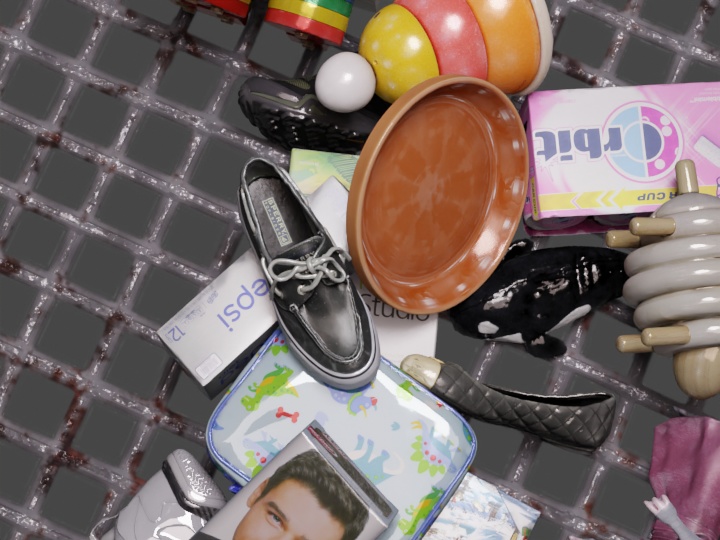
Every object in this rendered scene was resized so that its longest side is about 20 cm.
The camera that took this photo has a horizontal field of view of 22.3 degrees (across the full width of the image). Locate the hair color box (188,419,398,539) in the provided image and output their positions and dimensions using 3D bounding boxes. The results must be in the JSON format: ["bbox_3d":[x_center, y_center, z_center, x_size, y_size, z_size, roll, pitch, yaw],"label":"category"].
[{"bbox_3d":[-0.076,0.222,1.413,0.200,0.061,0.099,-44,86,10],"label":"hair color box"}]

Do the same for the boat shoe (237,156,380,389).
[{"bbox_3d":[-0.042,-0.002,1.450,0.073,0.068,0.201,-20,71,-6],"label":"boat shoe"}]

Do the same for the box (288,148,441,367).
[{"bbox_3d":[0.000,0.000,1.581,0.143,0.036,0.202,6,76,-2],"label":"box"}]

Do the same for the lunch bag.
[{"bbox_3d":[-0.020,0.144,1.484,0.199,0.083,0.161,35,77,7],"label":"lunch bag"}]

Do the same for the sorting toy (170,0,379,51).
[{"bbox_3d":[-0.087,-0.242,1.554,0.198,0.199,0.070,18,93,1],"label":"sorting toy"}]

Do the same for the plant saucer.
[{"bbox_3d":[0.062,-0.064,1.511,0.032,0.200,0.201,21,73,43],"label":"plant saucer"}]

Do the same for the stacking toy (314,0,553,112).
[{"bbox_3d":[0.049,-0.186,1.528,0.199,0.146,0.147,-26,80,-24],"label":"stacking toy"}]

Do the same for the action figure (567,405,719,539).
[{"bbox_3d":[0.271,0.221,1.523,0.148,0.134,0.202,28,74,-16],"label":"action figure"}]

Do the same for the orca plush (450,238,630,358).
[{"bbox_3d":[0.179,0.019,1.569,0.198,0.071,0.106,3,77,-3],"label":"orca plush"}]

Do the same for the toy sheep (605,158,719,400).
[{"bbox_3d":[0.276,0.006,1.511,0.136,0.138,0.202,-3,83,-4],"label":"toy sheep"}]

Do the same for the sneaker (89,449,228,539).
[{"bbox_3d":[-0.132,0.256,1.500,0.114,0.075,0.201,-36,77,-8],"label":"sneaker"}]

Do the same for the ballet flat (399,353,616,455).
[{"bbox_3d":[0.123,0.102,1.535,0.198,0.066,0.057,19,97,-20],"label":"ballet flat"}]

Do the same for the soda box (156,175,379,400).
[{"bbox_3d":[-0.074,0.016,1.523,0.200,0.068,0.063,-42,79,-9],"label":"soda box"}]

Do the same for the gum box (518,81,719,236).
[{"bbox_3d":[0.233,-0.098,1.600,0.198,0.066,0.115,-3,76,-4],"label":"gum box"}]

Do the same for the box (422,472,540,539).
[{"bbox_3d":[0.033,0.217,1.533,0.199,0.040,0.138,29,77,3],"label":"box"}]

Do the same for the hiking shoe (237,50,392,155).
[{"bbox_3d":[-0.009,-0.155,1.604,0.198,0.076,0.102,9,68,-11],"label":"hiking shoe"}]
